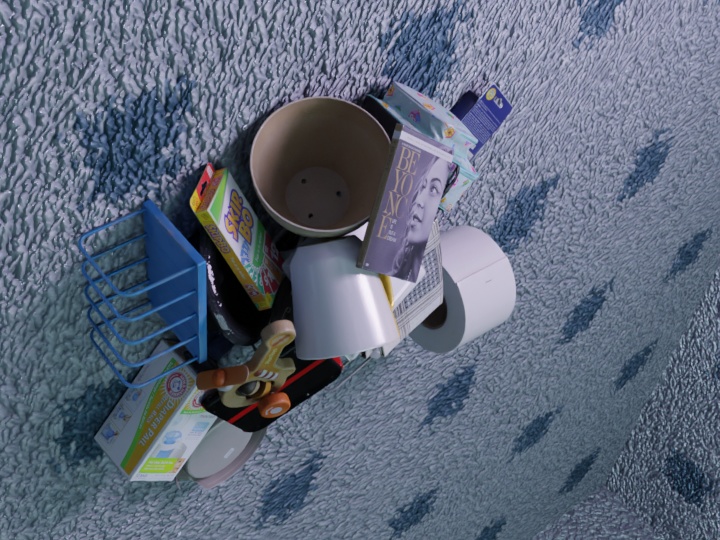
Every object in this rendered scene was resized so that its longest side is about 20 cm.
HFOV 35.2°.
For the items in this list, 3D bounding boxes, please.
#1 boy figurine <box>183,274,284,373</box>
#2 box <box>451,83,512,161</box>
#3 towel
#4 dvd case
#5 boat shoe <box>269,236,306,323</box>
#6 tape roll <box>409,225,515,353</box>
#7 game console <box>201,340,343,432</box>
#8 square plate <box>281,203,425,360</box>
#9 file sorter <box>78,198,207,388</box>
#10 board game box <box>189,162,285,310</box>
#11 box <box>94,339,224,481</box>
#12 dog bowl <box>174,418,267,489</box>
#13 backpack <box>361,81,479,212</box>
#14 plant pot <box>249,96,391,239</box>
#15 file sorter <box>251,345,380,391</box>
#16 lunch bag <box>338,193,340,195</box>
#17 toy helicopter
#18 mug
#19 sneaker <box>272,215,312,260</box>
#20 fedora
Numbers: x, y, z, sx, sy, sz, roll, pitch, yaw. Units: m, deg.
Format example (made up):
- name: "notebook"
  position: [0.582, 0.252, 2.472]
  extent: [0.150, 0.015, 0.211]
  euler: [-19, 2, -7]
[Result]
- name: "boy figurine"
  position: [-0.178, 0.075, 1.705]
  extent: [0.200, 0.064, 0.124]
  euler: [-46, -165, -27]
- name: "box"
  position: [0.173, -0.229, 1.945]
  extent: [0.200, 0.032, 0.121]
  euler: [-50, 152, 5]
- name: "towel"
  position: [0.066, 0.032, 1.833]
  extent: [0.200, 0.034, 0.193]
  euler: [-37, 140, -30]
- name: "dvd case"
  position: [0.065, -0.089, 1.573]
  extent: [0.149, 0.016, 0.201]
  euler: [15, 91, -56]
- name: "boat shoe"
  position: [-0.082, 0.023, 1.689]
  extent: [0.067, 0.057, 0.201]
  euler: [47, 59, -57]
- name: "tape roll"
  position: [0.166, 0.034, 2.080]
  extent: [0.139, 0.203, 0.203]
  euler: [-25, 144, -37]
- name: "game console"
  position: [-0.133, 0.176, 1.770]
  extent: [0.200, 0.031, 0.177]
  euler: [-35, 150, 5]
- name: "square plate"
  position: [0.000, 0.000, 1.708]
  extent: [0.200, 0.028, 0.198]
  euler: [-49, 120, -25]
- name: "file sorter"
  position: [-0.293, 0.038, 1.521]
  extent: [0.122, 0.139, 0.200]
  euler: [-26, 145, -28]
- name: "board game box"
  position: [-0.167, -0.049, 1.569]
  extent: [0.200, 0.030, 0.096]
  euler: [57, 31, -32]
- name: "box"
  position: [-0.299, 0.218, 1.764]
  extent: [0.200, 0.101, 0.112]
  euler: [-54, 152, 10]
- name: "dog bowl"
  position: [-0.253, 0.291, 1.963]
  extent: [0.200, 0.059, 0.200]
  euler: [-34, 149, -24]
- name: "backpack"
  position: [0.089, -0.182, 1.734]
  extent: [0.153, 0.176, 0.200]
  euler: [-51, 147, 3]
- name: "plant pot"
  position: [-0.058, -0.127, 1.612]
  extent: [0.200, 0.200, 0.135]
  euler: [-39, 170, -16]
- name: "file sorter"
  position: [-0.084, 0.108, 1.882]
  extent: [0.124, 0.139, 0.200]
  euler: [-41, 153, 11]
- name: "lunch bag"
  position: [0.024, -0.057, 1.864]
  extent: [0.170, 0.127, 0.200]
  euler: [-60, 162, 11]
- name: "toy helicopter"
  position: [-0.148, 0.131, 1.584]
  extent: [0.132, 0.079, 0.200]
  euler: [-3, 144, -28]
- name: "mug"
  position: [-0.031, 0.031, 1.606]
  extent: [0.149, 0.154, 0.187]
  euler: [-12, -175, 3]
- name: "sneaker"
  position: [-0.122, -0.015, 1.773]
  extent: [0.071, 0.073, 0.200]
  euler: [25, 96, -51]
- name: "fedora"
  position: [-0.203, 0.013, 1.605]
  extent: [0.091, 0.201, 0.200]
  euler: [-13, 164, 26]
